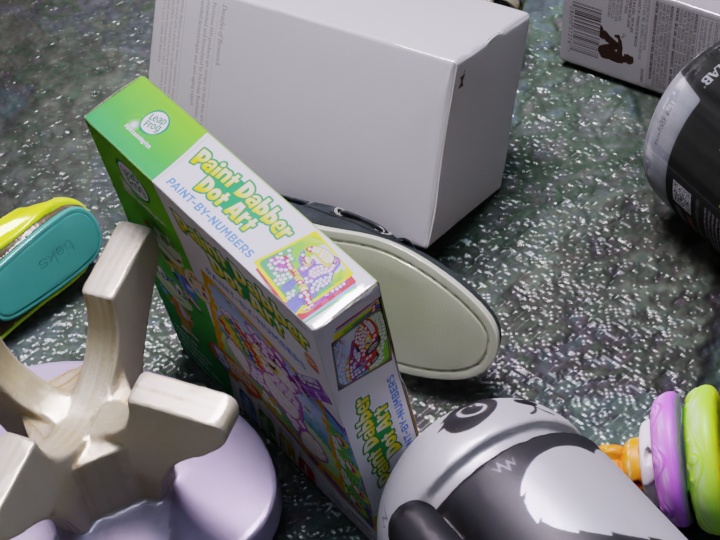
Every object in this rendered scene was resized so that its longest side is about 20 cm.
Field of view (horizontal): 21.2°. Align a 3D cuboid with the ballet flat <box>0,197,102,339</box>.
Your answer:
[{"bbox_3d":[-0.235,0.020,1.110,0.067,0.067,0.200,9,37,42],"label":"ballet flat"}]

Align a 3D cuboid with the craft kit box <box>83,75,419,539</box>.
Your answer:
[{"bbox_3d":[-0.048,0.025,0.990,0.048,0.199,0.200,-35,51,-19],"label":"craft kit box"}]

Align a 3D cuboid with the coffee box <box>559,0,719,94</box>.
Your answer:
[{"bbox_3d":[0.245,-0.168,1.268,0.198,0.080,0.113,22,47,23],"label":"coffee box"}]

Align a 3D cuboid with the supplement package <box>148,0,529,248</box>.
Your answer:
[{"bbox_3d":[-0.016,-0.112,1.170,0.198,0.121,0.121,19,27,21],"label":"supplement package"}]

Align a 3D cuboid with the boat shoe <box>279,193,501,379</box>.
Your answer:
[{"bbox_3d":[-0.001,0.002,1.108,0.198,0.075,0.066,16,25,23],"label":"boat shoe"}]

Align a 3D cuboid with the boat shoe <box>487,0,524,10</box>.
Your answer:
[{"bbox_3d":[0.075,-0.169,1.287,0.068,0.075,0.201,19,57,17],"label":"boat shoe"}]

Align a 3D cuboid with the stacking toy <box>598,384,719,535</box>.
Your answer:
[{"bbox_3d":[0.184,0.099,0.993,0.198,0.117,0.111,-7,47,15],"label":"stacking toy"}]

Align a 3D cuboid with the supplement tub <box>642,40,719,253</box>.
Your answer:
[{"bbox_3d":[0.264,-0.038,1.101,0.122,0.123,0.200,-23,48,-21],"label":"supplement tub"}]

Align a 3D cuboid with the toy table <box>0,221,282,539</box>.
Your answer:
[{"bbox_3d":[-0.143,0.080,0.980,0.198,0.118,0.185,3,53,12],"label":"toy table"}]

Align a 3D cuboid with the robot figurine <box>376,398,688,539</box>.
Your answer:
[{"bbox_3d":[0.093,0.148,0.908,0.124,0.151,0.200,-33,51,-12],"label":"robot figurine"}]
